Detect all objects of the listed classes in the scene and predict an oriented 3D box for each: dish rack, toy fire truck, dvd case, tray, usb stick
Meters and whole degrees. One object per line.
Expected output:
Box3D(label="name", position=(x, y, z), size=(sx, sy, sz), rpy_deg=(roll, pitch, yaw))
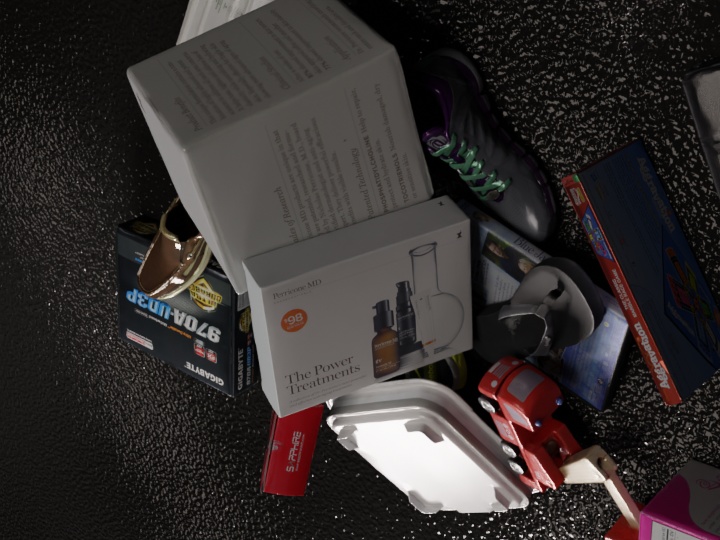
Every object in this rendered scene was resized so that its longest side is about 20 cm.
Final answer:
Box3D(label="dish rack", position=(0.068, 0.185, 1.237), size=(0.171, 0.044, 0.200), rpy_deg=(-13, 133, 44))
Box3D(label="toy fire truck", position=(0.195, 0.176, 1.141), size=(0.141, 0.049, 0.200), rpy_deg=(23, 148, 46))
Box3D(label="dvd case", position=(0.156, 0.033, 1.141), size=(0.200, 0.018, 0.143), rpy_deg=(35, 148, 24))
Box3D(label="tray", position=(-0.138, -0.276, 1.282), size=(0.107, 0.022, 0.200), rpy_deg=(42, 132, 18))
Box3D(label="usb stick", position=(0.304, -0.070, 0.976), size=(0.055, 0.033, 0.200), rpy_deg=(-14, 100, 38))

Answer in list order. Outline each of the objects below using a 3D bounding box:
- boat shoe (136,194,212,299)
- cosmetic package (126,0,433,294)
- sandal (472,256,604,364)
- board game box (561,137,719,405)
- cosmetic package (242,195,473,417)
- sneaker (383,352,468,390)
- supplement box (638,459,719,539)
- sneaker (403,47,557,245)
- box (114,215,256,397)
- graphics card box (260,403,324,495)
Box3D(label="boat shoe", position=(-0.196, -0.047, 1.367), size=(0.202, 0.075, 0.075), rpy_deg=(-50, 64, 24))
Box3D(label="cosmetic package", position=(-0.071, -0.122, 1.109), size=(0.167, 0.200, 0.167), rpy_deg=(52, 165, 48))
Box3D(label="sandal", position=(0.150, 0.049, 1.105), size=(0.076, 0.043, 0.200), rpy_deg=(49, 151, 3))
Box3D(label="board game box", position=(0.238, -0.001, 1.017), size=(0.019, 0.103, 0.200), rpy_deg=(-22, 94, 48))
Box3D(label="cosmetic package", position=(0.003, 0.032, 1.115), size=(0.052, 0.200, 0.151), rpy_deg=(-129, 26, -50))
Box3D(label="sneaker", position=(0.017, 0.059, 1.255), size=(0.200, 0.085, 0.075), rpy_deg=(40, 138, 20))
Box3D(label="supplement box", position=(0.343, 0.252, 1.046), size=(0.200, 0.101, 0.104), rpy_deg=(19, 122, 36))
Box3D(label="sneaker", position=(0.094, -0.100, 1.110), size=(0.074, 0.087, 0.200), rpy_deg=(-37, 83, 45))
Box3D(label="box", position=(-0.208, 0.040, 1.479), size=(0.200, 0.046, 0.159), rpy_deg=(23, 123, 32))
Box3D(label="graphics card box", position=(-0.063, 0.119, 1.290), size=(0.051, 0.200, 0.126), rpy_deg=(9, 124, -4))
